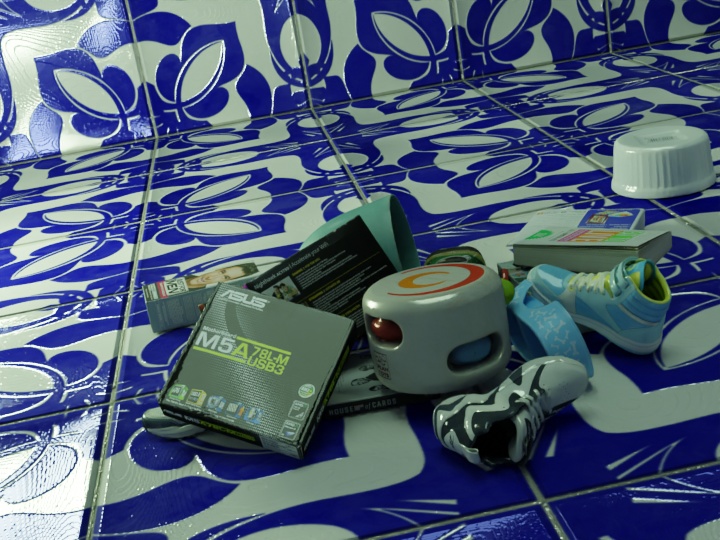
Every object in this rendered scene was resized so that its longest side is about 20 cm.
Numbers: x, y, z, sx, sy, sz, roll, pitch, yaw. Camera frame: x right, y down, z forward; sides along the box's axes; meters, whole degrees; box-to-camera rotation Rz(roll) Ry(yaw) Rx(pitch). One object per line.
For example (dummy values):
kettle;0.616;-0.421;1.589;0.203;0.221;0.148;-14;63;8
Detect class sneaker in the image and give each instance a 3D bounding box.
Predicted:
sneaker;0.325;0.015;1.478;0.200;0.131;0.080;27;48;17
sneaker;0.193;0.171;1.282;0.199;0.080;0.130;-14;21;-12
sneaker;-0.202;0.159;1.484;0.200;0.086;0.078;-18;21;-1

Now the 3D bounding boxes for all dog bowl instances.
dog bowl;0.240;0.085;1.469;0.050;0.112;0.200;-26;21;-7

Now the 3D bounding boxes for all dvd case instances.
dvd case;0.001;0.152;1.513;0.200;0.025;0.150;-11;19;-1

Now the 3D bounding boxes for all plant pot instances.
plant pot;0.000;0.000;1.709;0.161;0.201;0.201;-15;18;12

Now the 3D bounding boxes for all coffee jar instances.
coffee jar;0.146;0.030;1.698;0.104;0.085;0.200;-7;20;8

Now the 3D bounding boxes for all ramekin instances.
ramekin;0.589;-0.216;2.165;0.200;0.098;0.201;-9;19;3

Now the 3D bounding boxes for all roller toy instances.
roller toy;0.098;0.078;1.432;0.200;0.140;0.182;-6;14;17

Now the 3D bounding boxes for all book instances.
book;0.350;-0.034;1.669;0.200;0.048;0.134;4;18;35

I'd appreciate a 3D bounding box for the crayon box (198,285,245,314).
crayon box;-0.115;0.073;1.570;0.200;0.127;0.051;-19;-5;-19

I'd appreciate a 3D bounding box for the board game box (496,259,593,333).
board game box;0.307;0.031;1.653;0.147;0.064;0.200;-13;21;-9

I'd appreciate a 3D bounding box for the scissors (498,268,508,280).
scissors;0.204;0.078;1.628;0.014;0.073;0.200;14;42;-7

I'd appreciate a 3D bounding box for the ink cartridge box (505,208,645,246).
ink cartridge box;0.373;-0.057;1.905;0.197;0.047;0.200;2;24;26

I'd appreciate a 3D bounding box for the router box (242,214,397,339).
router box;-0.044;0.035;1.544;0.200;0.149;0.051;-32;-4;-21

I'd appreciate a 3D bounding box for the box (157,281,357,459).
box;-0.129;0.124;1.415;0.200;0.048;0.193;16;60;15

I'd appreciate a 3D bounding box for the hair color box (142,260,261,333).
hair color box;-0.267;0.043;1.901;0.200;0.061;0.099;-13;19;-11
